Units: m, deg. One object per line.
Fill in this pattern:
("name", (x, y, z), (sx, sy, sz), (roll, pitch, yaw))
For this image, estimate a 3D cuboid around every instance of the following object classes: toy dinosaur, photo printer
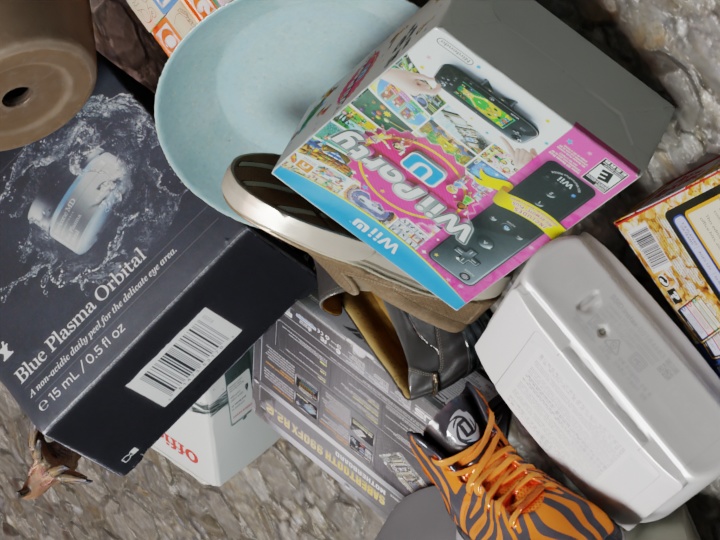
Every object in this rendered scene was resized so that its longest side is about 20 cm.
("toy dinosaur", (-0.222, 0.091, 2.183), (0.086, 0.135, 0.200), (24, 138, 40))
("photo printer", (0.146, 0.073, 1.685), (0.166, 0.069, 0.200), (50, 166, 8))

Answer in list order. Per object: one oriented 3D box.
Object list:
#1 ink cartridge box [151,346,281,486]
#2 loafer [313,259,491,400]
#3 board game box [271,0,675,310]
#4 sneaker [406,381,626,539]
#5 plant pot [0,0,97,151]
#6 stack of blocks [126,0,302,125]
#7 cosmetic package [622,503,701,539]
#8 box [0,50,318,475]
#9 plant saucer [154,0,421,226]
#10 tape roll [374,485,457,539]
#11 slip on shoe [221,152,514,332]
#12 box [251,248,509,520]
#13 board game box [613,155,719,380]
("ink cartridge box", (-0.134, 0.039, 2.061), (0.147, 0.083, 0.200), (32, 142, 32))
("loafer", (0.000, 0.000, 1.848), (0.200, 0.072, 0.073), (45, 149, 18))
("board game box", (0.062, -0.075, 1.627), (0.147, 0.064, 0.200), (36, 145, -12))
("sneaker", (0.084, 0.135, 1.734), (0.112, 0.078, 0.200), (58, 163, -17))
("plant pot", (-0.257, -0.177, 1.860), (0.200, 0.200, 0.175), (108, 143, -54))
("stack of blocks", (-0.087, -0.177, 1.807), (0.200, 0.059, 0.115), (54, 149, 1))
("cosmetic package", (0.130, 0.231, 1.768), (0.087, 0.200, 0.104), (-79, -33, -71))
("box", (-0.172, -0.006, 1.905), (0.200, 0.197, 0.117), (48, -174, 31))
("plant saucer", (-0.026, -0.107, 1.727), (0.039, 0.201, 0.201), (-93, -1, -48))
("tape roll", (0.092, 0.238, 1.906), (0.200, 0.066, 0.201), (19, 138, 18))
("slip on shoe", (-0.002, -0.014, 1.741), (0.061, 0.200, 0.076), (-56, 33, 31))
("box", (0.011, 0.093, 1.948), (0.200, 0.048, 0.159), (37, 146, 26))
("board game box", (0.243, -0.001, 1.535), (0.152, 0.046, 0.200), (56, 150, -3))
